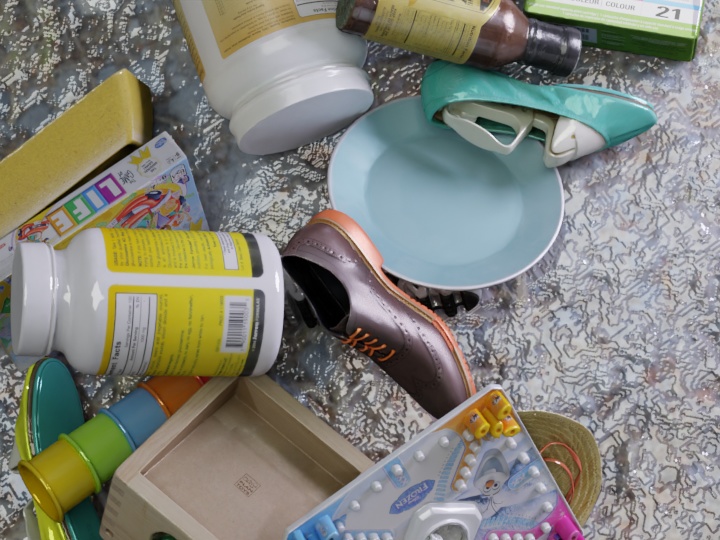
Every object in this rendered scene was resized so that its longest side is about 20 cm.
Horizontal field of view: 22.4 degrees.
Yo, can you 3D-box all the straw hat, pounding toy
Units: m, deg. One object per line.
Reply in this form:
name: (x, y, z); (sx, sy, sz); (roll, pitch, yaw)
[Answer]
straw hat: (0.087, 0.169, 1.456); (0.200, 0.201, 0.085); (-38, 39, 0)
pounding toy: (-0.123, 0.200, 1.447); (0.184, 0.143, 0.200); (38, 53, 12)

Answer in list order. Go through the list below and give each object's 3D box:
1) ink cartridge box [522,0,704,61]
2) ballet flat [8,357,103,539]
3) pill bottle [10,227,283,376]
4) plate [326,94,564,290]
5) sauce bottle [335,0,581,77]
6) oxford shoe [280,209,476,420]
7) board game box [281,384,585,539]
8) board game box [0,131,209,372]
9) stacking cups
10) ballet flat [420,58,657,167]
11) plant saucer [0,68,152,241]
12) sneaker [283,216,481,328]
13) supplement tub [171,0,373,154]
ink cartridge box: (0.226, -0.291, 1.527); (0.146, 0.076, 0.202); (10, 83, 9)
ballet flat: (-0.261, 0.176, 1.523); (0.067, 0.067, 0.202); (-23, 77, 33)
pill bottle: (-0.166, 0.024, 1.400); (0.198, 0.112, 0.114); (2, 79, -17)
plate: (0.070, -0.061, 1.503); (0.198, 0.026, 0.202); (4, 54, -5)
sauce bottle: (0.081, -0.199, 1.465); (0.198, 0.065, 0.065); (12, 81, -17)
oxford shoe: (0.010, 0.049, 1.426); (0.200, 0.072, 0.071); (48, 132, 1)
board game box: (0.065, 0.210, 1.398); (0.199, 0.201, 0.026); (-35, 39, -4)
board game box: (-0.220, -0.013, 1.487); (0.199, 0.135, 0.034); (-35, 63, -13)
stacking cups: (-0.186, 0.125, 1.495); (0.199, 0.061, 0.061); (-37, 76, -27)
ballet flat: (0.144, -0.122, 1.507); (0.198, 0.067, 0.071); (13, 69, 6)
plant saucer: (-0.249, -0.080, 1.499); (0.199, 0.200, 0.049); (-38, 91, 0)
sneaker: (0.000, 0.000, 1.515); (0.197, 0.075, 0.082); (-4, 70, 1)
supplement tub: (-0.078, -0.213, 1.520); (0.143, 0.144, 0.202); (-21, 78, 4)
